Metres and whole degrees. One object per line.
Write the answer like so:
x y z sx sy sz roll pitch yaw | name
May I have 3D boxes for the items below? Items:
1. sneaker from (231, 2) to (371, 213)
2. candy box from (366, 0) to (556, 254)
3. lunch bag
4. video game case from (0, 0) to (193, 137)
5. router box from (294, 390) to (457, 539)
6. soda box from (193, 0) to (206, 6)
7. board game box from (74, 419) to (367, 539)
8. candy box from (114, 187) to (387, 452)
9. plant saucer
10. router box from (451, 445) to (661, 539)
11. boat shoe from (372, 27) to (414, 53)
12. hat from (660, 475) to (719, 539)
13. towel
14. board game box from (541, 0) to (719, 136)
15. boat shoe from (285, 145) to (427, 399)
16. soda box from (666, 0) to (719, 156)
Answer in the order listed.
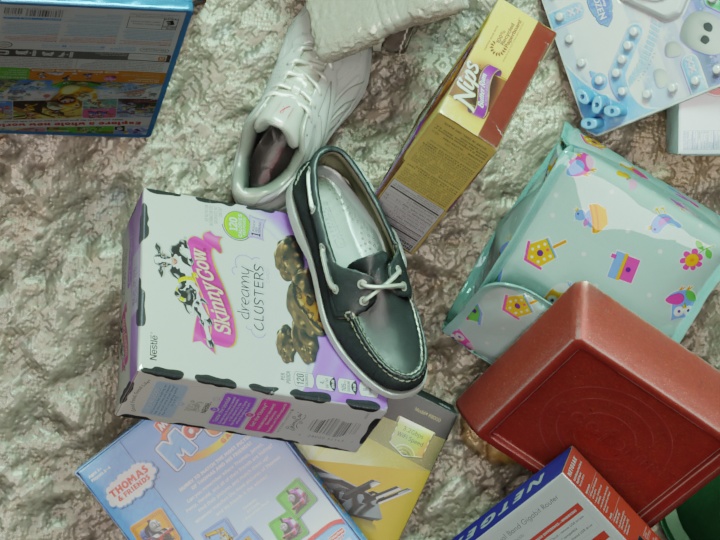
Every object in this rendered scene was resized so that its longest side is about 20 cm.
-0.047 -0.131 1.555 0.077 0.099 0.202 21 93 6 | sneaker
0.072 -0.106 1.499 0.056 0.200 0.117 31 63 -5 | candy box
0.179 0.013 1.568 0.169 0.122 0.201 31 105 -6 | lunch bag
-0.214 -0.156 1.495 0.141 0.200 0.018 0 66 -16 | video game case
-0.042 0.142 1.602 0.198 0.052 0.159 25 93 -4 | router box
-0.224 -0.222 1.563 0.198 0.064 0.069 -15 95 -1 | soda box
-0.106 0.191 1.558 0.151 0.037 0.201 -37 94 2 | board game box
-0.085 0.038 1.518 0.198 0.072 0.169 10 55 -18 | candy box
0.197 0.122 1.548 0.199 0.037 0.200 33 136 -8 | plant saucer
0.157 0.268 1.580 0.180 0.049 0.200 47 117 -5 | router box
0.066 -0.262 1.567 0.059 0.072 0.202 21 89 -3 | boat shoe
0.334 0.172 1.553 0.164 0.176 0.202 17 94 -3 | hat
0.007 -0.269 1.530 0.131 0.034 0.202 -19 69 23 | towel
0.231 -0.233 1.538 0.199 0.026 0.202 -21 84 27 | board game box
0.000 0.000 1.492 0.075 0.060 0.201 -20 71 -28 | boat shoe
0.281 -0.194 1.578 0.063 0.068 0.203 0 95 0 | soda box
